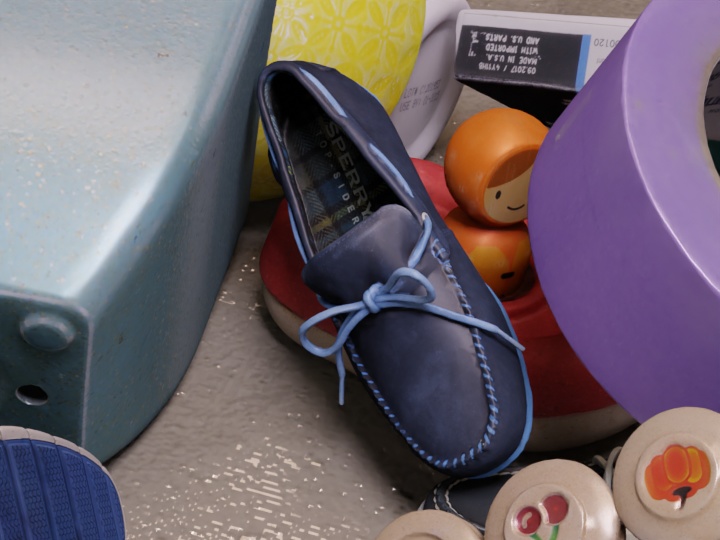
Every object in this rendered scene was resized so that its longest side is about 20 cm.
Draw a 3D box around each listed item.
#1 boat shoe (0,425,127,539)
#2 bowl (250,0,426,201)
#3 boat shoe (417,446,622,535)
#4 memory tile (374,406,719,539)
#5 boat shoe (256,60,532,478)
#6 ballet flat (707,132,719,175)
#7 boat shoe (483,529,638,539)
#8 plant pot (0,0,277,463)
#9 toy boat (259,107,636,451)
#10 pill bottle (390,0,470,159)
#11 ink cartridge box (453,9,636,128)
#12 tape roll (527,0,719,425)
[{"bbox_3d":[-0.171,0.100,0.813,0.200,0.072,0.072,3,73,-53],"label":"boat shoe"},{"bbox_3d":[-0.081,-0.131,1.043,0.200,0.200,0.108,27,13,21],"label":"bowl"},{"bbox_3d":[0.123,0.100,0.915,0.200,0.060,0.076,4,37,-8],"label":"boat shoe"},{"bbox_3d":[0.055,0.141,0.736,0.200,0.017,0.153,-24,62,20],"label":"memory tile"},{"bbox_3d":[0.000,0.000,0.924,0.200,0.084,0.069,58,17,27],"label":"boat shoe"},{"bbox_3d":[0.149,-0.046,1.038,0.072,0.072,0.200,29,-4,24],"label":"ballet flat"},{"bbox_3d":[0.078,0.127,0.840,0.200,0.068,0.072,-16,4,-16],"label":"boat shoe"},{"bbox_3d":[-0.151,-0.030,0.922,0.196,0.196,0.200,11,48,-1],"label":"plant pot"},{"bbox_3d":[0.058,-0.012,0.994,0.200,0.131,0.131,26,38,21],"label":"toy boat"},{"bbox_3d":[-0.050,-0.129,1.148,0.200,0.109,0.109,25,37,20],"label":"pill bottle"},{"bbox_3d":[0.177,-0.085,1.118,0.198,0.043,0.200,8,-3,32],"label":"ink cartridge box"},{"bbox_3d":[0.172,-0.019,0.870,0.200,0.085,0.200,12,55,-18],"label":"tape roll"}]
